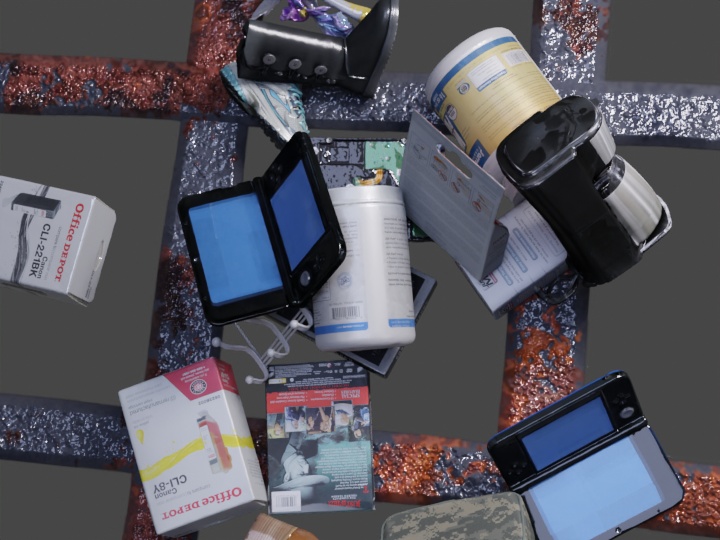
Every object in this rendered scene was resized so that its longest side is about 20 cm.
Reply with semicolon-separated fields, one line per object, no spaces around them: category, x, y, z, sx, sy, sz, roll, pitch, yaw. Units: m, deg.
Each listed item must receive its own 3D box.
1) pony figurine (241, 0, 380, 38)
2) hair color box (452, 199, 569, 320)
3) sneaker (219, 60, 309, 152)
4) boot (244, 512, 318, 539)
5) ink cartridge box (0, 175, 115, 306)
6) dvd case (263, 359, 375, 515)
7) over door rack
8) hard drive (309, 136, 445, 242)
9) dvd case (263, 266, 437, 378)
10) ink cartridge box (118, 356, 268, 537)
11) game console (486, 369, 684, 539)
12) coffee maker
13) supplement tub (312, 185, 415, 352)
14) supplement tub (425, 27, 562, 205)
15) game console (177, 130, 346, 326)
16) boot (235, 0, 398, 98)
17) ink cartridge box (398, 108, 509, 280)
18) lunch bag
pony figurine;-0.075;-0.402;1.832;0.200;0.167;0.194;39;78;1
hair color box;0.230;-0.035;1.732;0.199;0.061;0.099;-35;74;1
sneaker;-0.109;-0.232;1.828;0.086;0.078;0.200;-39;76;-7
boot;-0.106;0.433;1.693;0.154;0.077;0.201;28;77;10
ink cartridge box;-0.464;-0.045;1.845;0.198;0.084;0.146;12;80;12
dvd case;-0.055;0.222;1.748;0.144;0.022;0.202;-5;76;9
over door rack;-0.153;0.032;1.735;0.148;0.066;0.201;-49;60;42
hard drive;0.016;-0.108;1.768;0.198;0.038;0.141;0;88;-2
dvd case;-0.017;0.036;1.769;0.199;0.025;0.151;26;77;16
ink cartridge box;-0.221;0.236;1.741;0.144;0.083;0.202;-20;75;5
game console;0.283;0.249;1.637;0.199;0.171;0.119;-29;48;2
coffee maker;0.256;-0.081;1.589;0.193;0.200;0.134;-52;34;-10
supplement tub;0.000;0.000;1.676;0.131;0.132;0.202;-4;85;9
supplement tub;0.193;-0.202;1.730;0.144;0.145;0.201;-35;74;1
game console;-0.126;-0.055;1.638;0.176;0.116;0.201;-48;50;40
boot;-0.060;-0.314;1.764;0.198;0.166;0.066;11;44;-10
ink cartridge box;0.121;-0.100;1.636;0.047;0.201;0.160;-36;66;-25
lunch bag;0.136;0.386;1.618;0.198;0.140;0.169;-15;117;7
